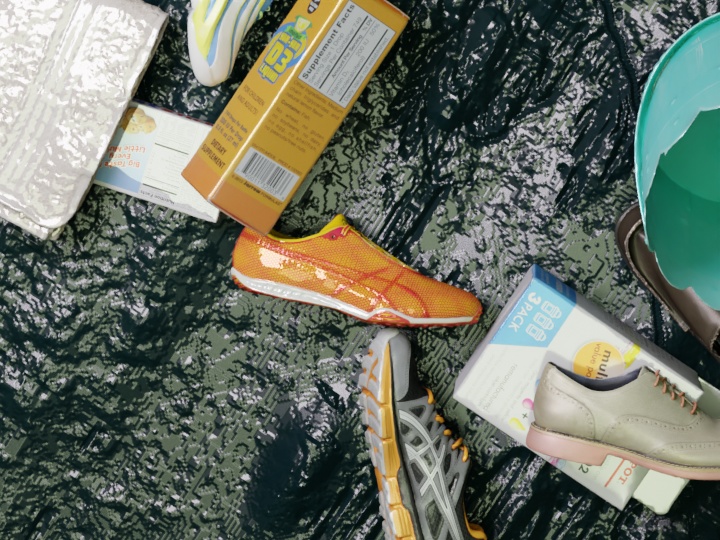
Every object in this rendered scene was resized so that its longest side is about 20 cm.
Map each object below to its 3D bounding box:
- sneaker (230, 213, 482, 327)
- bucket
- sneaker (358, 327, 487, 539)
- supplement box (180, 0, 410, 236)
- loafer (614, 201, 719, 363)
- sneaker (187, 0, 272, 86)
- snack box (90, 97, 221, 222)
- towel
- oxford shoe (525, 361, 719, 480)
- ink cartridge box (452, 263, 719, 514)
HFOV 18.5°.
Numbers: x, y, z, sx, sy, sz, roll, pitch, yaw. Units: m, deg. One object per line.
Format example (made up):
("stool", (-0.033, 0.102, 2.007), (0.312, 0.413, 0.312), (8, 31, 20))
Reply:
("sneaker", (0.000, 0.000, 1.711), (0.199, 0.073, 0.078), (15, 90, -1))
("bucket", (0.296, -0.085, 1.607), (0.206, 0.135, 0.208), (-1, 125, -1))
("sneaker", (0.047, 0.140, 1.732), (0.077, 0.078, 0.201), (-11, 102, -7))
("supplement box", (-0.050, -0.131, 1.677), (0.069, 0.067, 0.201), (33, 95, -33))
("loafer", (0.276, 0.023, 1.690), (0.200, 0.071, 0.073), (43, 100, -3))
("sneaker", (-0.069, -0.233, 1.675), (0.104, 0.076, 0.201), (10, 99, 2))
("snack box", (-0.195, -0.102, 1.732), (0.199, 0.024, 0.072), (18, 100, 1))
("towel", (-0.246, -0.135, 1.701), (0.132, 0.034, 0.201), (26, 98, 0))
("oxford shoe", (0.225, 0.111, 1.641), (0.198, 0.071, 0.074), (7, 97, 1))
("ink cartridge box", (0.185, 0.100, 1.711), (0.199, 0.068, 0.115), (33, 100, -2))
